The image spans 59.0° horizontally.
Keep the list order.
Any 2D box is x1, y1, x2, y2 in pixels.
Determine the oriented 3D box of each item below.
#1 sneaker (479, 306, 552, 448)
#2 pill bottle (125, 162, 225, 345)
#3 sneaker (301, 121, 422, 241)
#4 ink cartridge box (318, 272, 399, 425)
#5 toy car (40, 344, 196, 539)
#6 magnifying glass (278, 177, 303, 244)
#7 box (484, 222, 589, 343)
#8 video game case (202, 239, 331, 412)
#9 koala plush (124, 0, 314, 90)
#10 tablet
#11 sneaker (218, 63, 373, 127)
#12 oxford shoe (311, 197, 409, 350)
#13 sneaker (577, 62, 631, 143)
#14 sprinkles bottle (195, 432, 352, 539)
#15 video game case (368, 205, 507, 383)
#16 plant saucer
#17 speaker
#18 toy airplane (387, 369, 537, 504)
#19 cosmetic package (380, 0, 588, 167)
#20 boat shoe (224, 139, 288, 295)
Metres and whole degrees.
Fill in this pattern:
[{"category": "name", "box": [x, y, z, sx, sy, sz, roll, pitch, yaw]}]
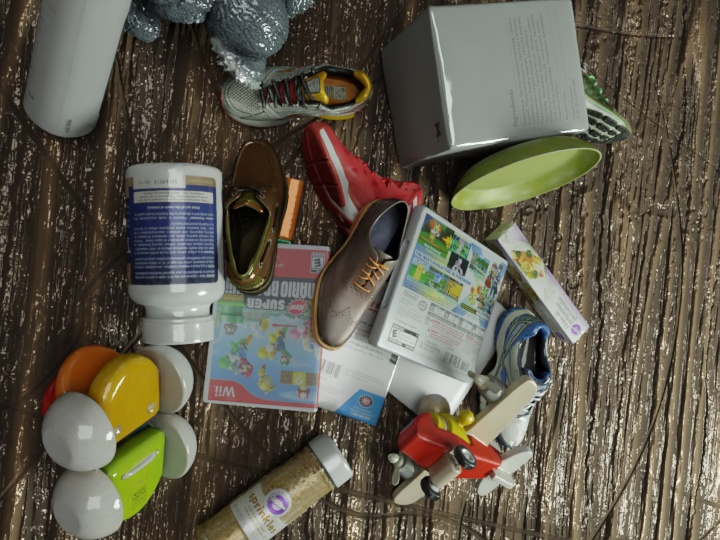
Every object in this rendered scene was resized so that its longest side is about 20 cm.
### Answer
[{"category": "sneaker", "box": [0.223, 0.157, 0.893, 0.076, 0.085, 0.202, 2, 97, -20]}, {"category": "pill bottle", "box": [-0.215, -0.019, 0.744, 0.110, 0.111, 0.202, -1, 91, -17]}, {"category": "sneaker", "box": [0.008, -0.117, 0.842, 0.115, 0.078, 0.201, -33, 112, -23]}, {"category": "ink cartridge box", "box": [-0.006, 0.084, 0.834, 0.115, 0.068, 0.202, 22, 85, -16]}, {"category": "toy car", "box": [-0.285, 0.177, 0.710, 0.149, 0.175, 0.202, 11, 112, 23]}, {"category": "magnifying glass", "box": [-0.105, -0.019, 0.826, 0.079, 0.022, 0.202, 12, 87, -17]}, {"category": "box", "box": [0.258, 0.019, 0.930, 0.039, 0.041, 0.200, -41, 103, -12]}, {"category": "video game case", "box": [-0.114, 0.066, 0.786, 0.141, 0.017, 0.202, 4, 83, 6]}, {"category": "koala plush", "box": [-0.163, -0.316, 0.724, 0.199, 0.184, 0.178, 36, 81, -19]}, {"category": "tablet", "box": [0.124, 0.112, 0.904, 0.130, 0.014, 0.201, 40, 80, -15]}, {"category": "sneaker", "box": [-0.078, -0.229, 0.799, 0.198, 0.082, 0.079, -10, 95, -16]}, {"category": "oxford shoe", "box": [0.000, 0.000, 0.758, 0.071, 0.073, 0.202, 26, 77, -20]}, {"category": "sneaker", "box": [0.330, -0.264, 0.936, 0.199, 0.077, 0.089, 31, 73, -18]}, {"category": "sprinkles bottle", "box": [-0.107, 0.291, 0.806, 0.199, 0.068, 0.069, -34, 100, -14]}, {"category": "video game case", "box": [0.109, 0.038, 0.840, 0.199, 0.022, 0.184, 27, 80, -40]}, {"category": "plant saucer", "box": [0.212, -0.129, 0.837, 0.198, 0.200, 0.031, -11, 78, -17]}, {"category": "speaker", "box": [-0.297, -0.238, 0.666, 0.081, 0.200, 0.082, 19, 46, -22]}, {"category": "toy airplane", "box": [0.131, 0.224, 0.844, 0.198, 0.142, 0.200, -20, 140, -16]}, {"category": "cosmetic package", "box": [0.156, -0.237, 0.828, 0.198, 0.167, 0.168, -11, 94, -18]}, {"category": "boat shoe", "box": [-0.126, -0.075, 0.768, 0.071, 0.068, 0.202, -3, 73, 1]}]
